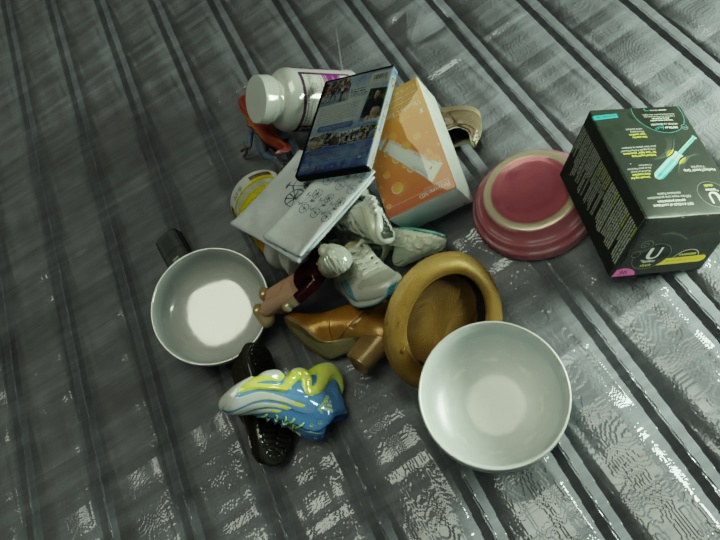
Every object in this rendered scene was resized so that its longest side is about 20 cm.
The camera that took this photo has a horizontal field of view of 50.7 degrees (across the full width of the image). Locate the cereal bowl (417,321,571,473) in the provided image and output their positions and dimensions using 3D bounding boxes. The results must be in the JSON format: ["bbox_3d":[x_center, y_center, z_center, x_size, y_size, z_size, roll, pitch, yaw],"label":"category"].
[{"bbox_3d":[0.179,0.175,1.019,0.197,0.083,0.203,-4,66,10],"label":"cereal bowl"}]

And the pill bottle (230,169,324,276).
[{"bbox_3d":[-0.137,-0.077,1.303,0.109,0.109,0.200,-38,53,-3],"label":"pill bottle"}]

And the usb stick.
[{"bbox_3d":[-0.319,-0.001,1.382,0.055,0.033,0.200,-36,54,-2],"label":"usb stick"}]

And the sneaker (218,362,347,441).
[{"bbox_3d":[-0.100,0.198,1.096,0.198,0.076,0.106,-11,63,-31],"label":"sneaker"}]

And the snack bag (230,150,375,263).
[{"bbox_3d":[-0.096,-0.114,1.209,0.199,0.021,0.189,27,71,44],"label":"snack bag"}]

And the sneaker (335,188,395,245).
[{"bbox_3d":[-0.004,-0.084,1.194,0.080,0.076,0.200,-30,30,-1],"label":"sneaker"}]

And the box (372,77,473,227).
[{"bbox_3d":[0.085,-0.186,1.237,0.123,0.097,0.202,-24,72,19],"label":"box"}]

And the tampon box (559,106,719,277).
[{"bbox_3d":[0.395,-0.110,1.055,0.148,0.127,0.202,-4,54,-12],"label":"tampon box"}]

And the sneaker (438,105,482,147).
[{"bbox_3d":[0.110,-0.235,1.314,0.197,0.071,0.076,-9,51,17],"label":"sneaker"}]

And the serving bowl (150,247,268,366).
[{"bbox_3d":[-0.245,0.068,1.271,0.197,0.066,0.203,-1,70,2],"label":"serving bowl"}]

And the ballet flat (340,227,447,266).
[{"bbox_3d":[0.051,-0.040,1.234,0.198,0.072,0.072,12,65,34],"label":"ballet flat"}]

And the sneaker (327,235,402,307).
[{"bbox_3d":[0.000,0.000,1.163,0.076,0.082,0.200,-24,20,-21],"label":"sneaker"}]

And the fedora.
[{"bbox_3d":[0.109,0.070,1.100,0.201,0.201,0.082,-47,20,-9],"label":"fedora"}]

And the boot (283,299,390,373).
[{"bbox_3d":[-0.012,0.072,1.195,0.200,0.071,0.144,21,59,38],"label":"boot"}]

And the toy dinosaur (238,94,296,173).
[{"bbox_3d":[-0.170,-0.271,1.418,0.104,0.200,0.182,-32,83,-17],"label":"toy dinosaur"}]

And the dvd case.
[{"bbox_3d":[-0.022,-0.235,1.218,0.141,0.018,0.202,-4,59,34],"label":"dvd case"}]

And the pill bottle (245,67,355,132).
[{"bbox_3d":[-0.101,-0.306,1.367,0.198,0.113,0.113,-7,44,-33],"label":"pill bottle"}]

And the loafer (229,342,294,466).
[{"bbox_3d":[-0.156,0.212,1.169,0.071,0.072,0.202,-42,48,33],"label":"loafer"}]

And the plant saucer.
[{"bbox_3d":[0.270,-0.113,1.188,0.198,0.051,0.203,-11,57,18],"label":"plant saucer"}]

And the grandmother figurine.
[{"bbox_3d":[-0.085,0.014,1.171,0.199,0.060,0.122,-31,41,40],"label":"grandmother figurine"}]
